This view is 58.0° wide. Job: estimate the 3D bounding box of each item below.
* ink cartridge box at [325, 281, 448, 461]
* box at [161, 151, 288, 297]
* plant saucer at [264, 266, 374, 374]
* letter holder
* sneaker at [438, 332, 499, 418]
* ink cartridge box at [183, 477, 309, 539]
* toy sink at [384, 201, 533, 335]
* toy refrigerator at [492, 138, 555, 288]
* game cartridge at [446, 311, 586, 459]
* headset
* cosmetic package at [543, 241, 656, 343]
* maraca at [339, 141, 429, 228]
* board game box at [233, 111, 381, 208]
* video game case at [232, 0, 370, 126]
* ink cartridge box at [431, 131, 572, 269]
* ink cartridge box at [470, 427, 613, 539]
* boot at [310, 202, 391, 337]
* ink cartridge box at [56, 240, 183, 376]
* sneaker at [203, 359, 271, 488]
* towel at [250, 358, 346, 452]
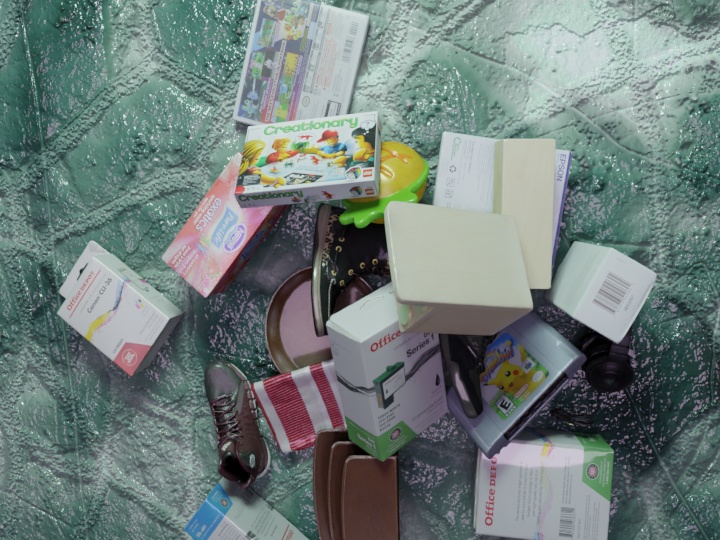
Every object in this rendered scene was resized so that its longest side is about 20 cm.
[{"bbox_3d":[0.042,0.140,0.932,0.144,0.083,0.205,-28,121,-31],"label":"ink cartridge box"},{"bbox_3d":[-0.199,-0.070,0.999,0.094,0.103,0.202,38,97,2],"label":"box"},{"bbox_3d":[-0.054,0.093,1.029,0.193,0.034,0.207,1,95,5],"label":"plant saucer"},{"bbox_3d":[-0.009,0.357,0.995,0.137,0.101,0.207,-1,101,2],"label":"letter holder"},{"bbox_3d":[0.172,0.108,0.953,0.111,0.077,0.205,-13,61,10],"label":"sneaker"},{"bbox_3d":[-0.169,0.425,1.027,0.199,0.116,0.067,40,98,2],"label":"ink cartridge box"},{"bbox_3d":[0.105,0.004,0.847,0.194,0.112,0.134,4,65,-24],"label":"toy sink"},{"bbox_3d":[0.230,-0.081,0.926,0.073,0.070,0.207,-1,97,0],"label":"toy refrigerator"},{"bbox_3d":[0.219,0.160,0.958,0.200,0.133,0.040,-46,127,1],"label":"game cartridge"},{"bbox_3d":[0.340,0.131,0.945,0.091,0.124,0.206,10,103,7],"label":"headset"},{"bbox_3d":[0.322,0.024,0.896,0.073,0.200,0.104,29,98,3],"label":"cosmetic package"},{"bbox_3d":[0.033,-0.117,0.927,0.134,0.202,0.109,-16,118,18],"label":"maraca"},{"bbox_3d":[-0.069,-0.153,0.896,0.193,0.035,0.129,-4,55,11],"label":"board game box"},{"bbox_3d":[-0.093,-0.311,1.008,0.177,0.023,0.206,15,97,5],"label":"video game case"},{"bbox_3d":[0.203,-0.093,0.981,0.194,0.041,0.206,9,96,5],"label":"ink cartridge box"},{"bbox_3d":[0.268,0.321,0.984,0.193,0.087,0.150,3,94,5],"label":"ink cartridge box"},{"bbox_3d":[0.000,0.000,0.969,0.146,0.074,0.206,4,66,-4],"label":"boot"},{"bbox_3d":[-0.402,0.057,1.049,0.198,0.067,0.118,38,98,2],"label":"ink cartridge box"},{"bbox_3d":[-0.201,0.244,1.017,0.074,0.116,0.205,-23,92,8],"label":"sneaker"},{"bbox_3d":[-0.058,0.208,1.013,0.194,0.023,0.147,-16,118,6],"label":"towel"}]
